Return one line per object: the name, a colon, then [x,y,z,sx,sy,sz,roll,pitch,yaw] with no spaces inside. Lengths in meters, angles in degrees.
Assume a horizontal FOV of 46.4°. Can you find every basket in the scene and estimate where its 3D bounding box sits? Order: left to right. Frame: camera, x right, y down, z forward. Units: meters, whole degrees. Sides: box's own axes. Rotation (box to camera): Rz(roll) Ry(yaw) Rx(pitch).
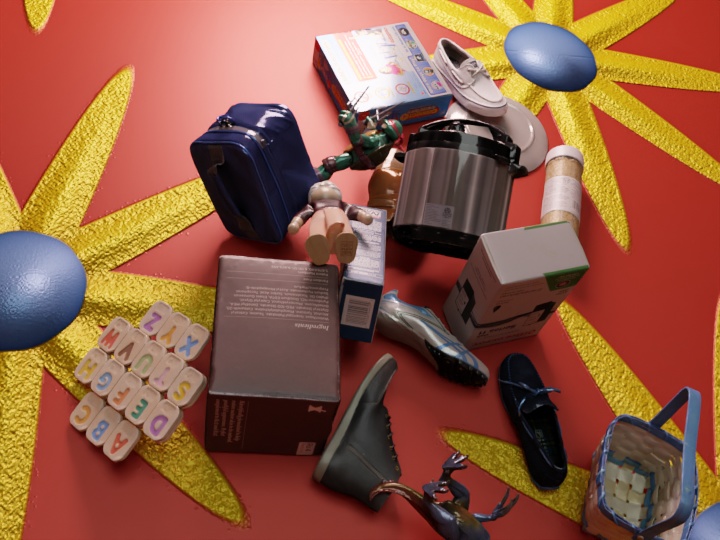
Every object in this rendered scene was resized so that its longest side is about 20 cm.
basket: [0.374,0.263,1.082,0.137,0.202,0.178,22,55,4]

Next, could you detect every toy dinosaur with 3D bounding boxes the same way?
toy dinosaur: [0.139,0.323,1.062,0.196,0.185,0.105,-8,25,33]

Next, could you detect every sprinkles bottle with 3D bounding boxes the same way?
sprinkles bottle: [0.340,-0.118,1.420,0.067,0.069,0.203,15,54,-1]

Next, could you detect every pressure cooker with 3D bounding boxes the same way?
pressure cooker: [0.145,-0.126,1.252,0.172,0.178,0.205,11,85,-21]

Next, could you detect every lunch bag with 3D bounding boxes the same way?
lunch bag: [-0.159,-0.145,1.243,0.134,0.203,0.133,7,44,35]

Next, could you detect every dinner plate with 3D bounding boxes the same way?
dinner plate: [0.250,-0.256,1.524,0.195,0.024,0.204,5,56,-8]

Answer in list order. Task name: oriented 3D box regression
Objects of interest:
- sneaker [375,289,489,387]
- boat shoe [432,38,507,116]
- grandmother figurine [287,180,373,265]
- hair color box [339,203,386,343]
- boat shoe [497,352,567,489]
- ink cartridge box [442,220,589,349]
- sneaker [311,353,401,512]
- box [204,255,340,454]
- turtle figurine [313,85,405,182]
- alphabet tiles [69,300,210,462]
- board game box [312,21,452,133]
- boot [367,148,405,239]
sneaker: [0.107,0.096,1.220,0.198,0.072,0.073,34,62,10]
boat shoe: [0.197,-0.354,1.534,0.073,0.066,0.200,-26,54,-27]
grandmother figurine: [-0.042,-0.074,1.176,0.118,0.062,0.201,5,26,-11]
hair color box: [0.000,0.000,1.208,0.059,0.102,0.202,10,33,-3]
boat shoe: [0.255,0.201,1.182,0.082,0.069,0.203,-9,58,-18]
ink cartridge box: [0.219,0.026,1.215,0.143,0.201,0.084,-11,61,-18]
sneaker: [0.024,0.217,1.127,0.105,0.075,0.202,29,64,3]
box: [-0.116,0.112,1.102,0.160,0.167,0.203,5,54,-10]
turtle figurine: [-0.005,-0.203,1.332,0.198,0.150,0.102,-34,78,8]
alphabet tiles: [-0.286,0.136,1.080,0.198,0.015,0.197,25,73,35]
board game box: [0.037,-0.351,1.522,0.192,0.056,0.202,-14,59,-20]
boot: [0.106,-0.111,1.368,0.195,0.074,0.157,10,55,5]
